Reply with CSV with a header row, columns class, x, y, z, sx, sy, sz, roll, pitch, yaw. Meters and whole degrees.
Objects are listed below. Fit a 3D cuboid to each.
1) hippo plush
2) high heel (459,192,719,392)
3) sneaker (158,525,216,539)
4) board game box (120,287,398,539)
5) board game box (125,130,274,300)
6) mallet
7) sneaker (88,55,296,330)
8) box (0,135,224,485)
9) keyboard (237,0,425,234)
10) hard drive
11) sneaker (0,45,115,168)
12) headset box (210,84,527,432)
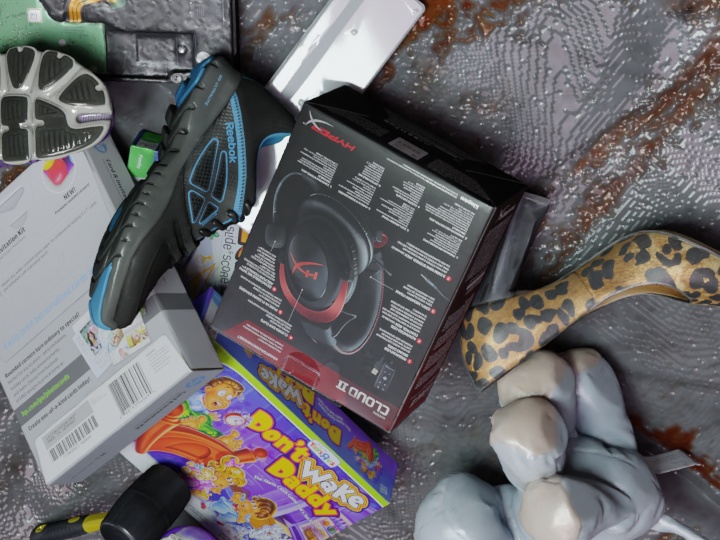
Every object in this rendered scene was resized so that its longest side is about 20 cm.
class,x,y,z,sx,sy,sz,roll,pitch,yaw
hippo plush,0.124,0.153,1.423,0.200,0.160,0.161,13,146,-44
high heel,0.173,0.039,1.349,0.200,0.071,0.143,17,78,12
sneaker,-0.127,0.237,1.484,0.069,0.100,0.200,26,138,11
board game box,-0.090,0.120,1.426,0.134,0.045,0.200,-33,114,30
board game box,-0.113,0.009,1.427,0.135,0.034,0.200,13,115,2
mallet,-0.190,0.181,1.467,0.041,0.066,0.200,51,153,-14
sneaker,-0.112,-0.043,1.302,0.082,0.073,0.200,31,76,-16
box,-0.198,0.025,1.377,0.156,0.041,0.200,-38,70,27
keyboard,-0.037,-0.117,1.353,0.056,0.011,0.200,36,102,-8
hard drive,-0.183,-0.199,1.344,0.200,0.038,0.140,1,113,6
sneaker,-0.248,-0.105,1.362,0.200,0.083,0.081,-2,82,30
headset box,0.000,0.000,1.327,0.149,0.075,0.200,29,113,13
